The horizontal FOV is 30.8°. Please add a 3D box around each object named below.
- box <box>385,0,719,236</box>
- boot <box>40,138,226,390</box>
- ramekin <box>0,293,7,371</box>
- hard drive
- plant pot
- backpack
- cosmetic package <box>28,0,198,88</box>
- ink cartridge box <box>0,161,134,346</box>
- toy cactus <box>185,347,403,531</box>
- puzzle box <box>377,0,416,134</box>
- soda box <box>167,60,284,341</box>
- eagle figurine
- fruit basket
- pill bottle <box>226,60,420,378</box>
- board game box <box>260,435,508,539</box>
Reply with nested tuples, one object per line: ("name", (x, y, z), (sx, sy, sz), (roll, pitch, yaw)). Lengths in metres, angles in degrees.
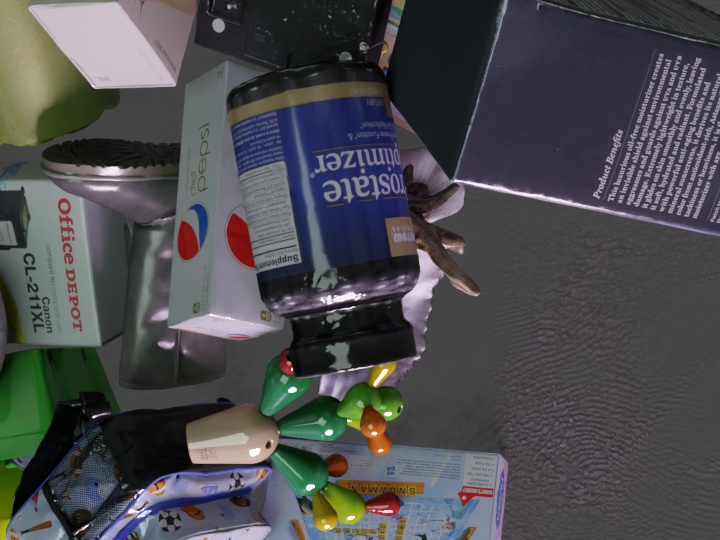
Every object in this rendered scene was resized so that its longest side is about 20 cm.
("box", (0.137, -0.123, 0.843), (0.198, 0.200, 0.123), (11, 111, -16))
("boot", (-0.179, -0.001, 1.059), (0.073, 0.182, 0.200), (45, 127, 53))
("ramekin", (-0.379, 0.048, 1.062), (0.202, 0.094, 0.203), (2, 96, 20))
("hard drive", (-0.037, -0.238, 0.928), (0.139, 0.038, 0.200), (20, 117, 16))
("plant pot", (-0.273, -0.204, 1.024), (0.200, 0.200, 0.190), (-5, 117, 20))
("backpack", (-0.181, 0.200, 1.055), (0.190, 0.200, 0.154), (-39, 63, 26))
("cosmetic package", (-0.161, -0.243, 0.948), (0.073, 0.104, 0.200), (1, 65, 19))
("ink cartridge box", (-0.296, -0.017, 1.124), (0.200, 0.083, 0.146), (0, 104, 20))
("toy cactus", (-0.046, 0.125, 0.986), (0.165, 0.102, 0.200), (-10, 132, 0))
("puzzle box", (-0.001, -0.198, 0.967), (0.200, 0.025, 0.133), (29, 113, 12))
("soda box", (-0.097, -0.051, 0.996), (0.064, 0.068, 0.200), (-18, 65, 50))
("eagle figurine", (-0.007, 0.001, 1.024), (0.200, 0.151, 0.152), (125, 142, -52))
("fruit basket", (-0.306, 0.177, 1.159), (0.215, 0.155, 0.216), (-1, 87, 22))
("pill bottle", (-0.021, -0.033, 0.887), (0.112, 0.112, 0.200), (-11, 88, 22))
("board game box", (0.011, 0.241, 1.059), (0.200, 0.041, 0.200), (3, 71, 19))
